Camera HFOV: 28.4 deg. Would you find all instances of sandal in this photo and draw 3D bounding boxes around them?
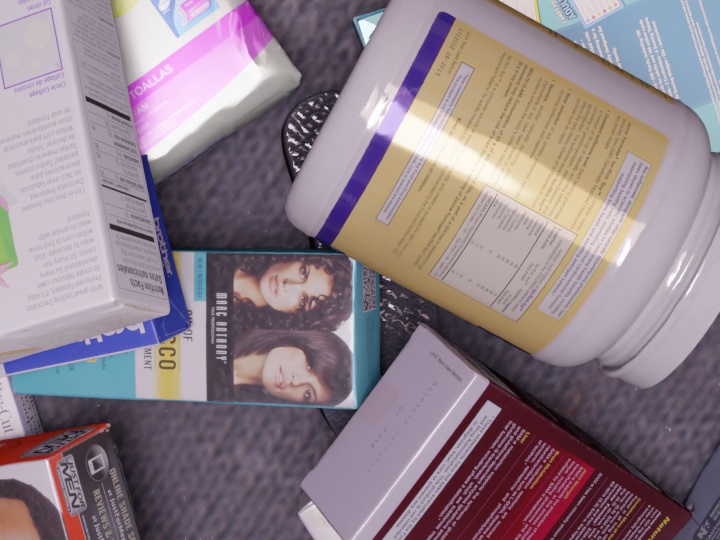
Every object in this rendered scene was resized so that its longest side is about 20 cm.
[{"bbox_3d":[0.001,-0.001,0.807,0.076,0.043,0.201,-6,89,-8],"label":"sandal"}]

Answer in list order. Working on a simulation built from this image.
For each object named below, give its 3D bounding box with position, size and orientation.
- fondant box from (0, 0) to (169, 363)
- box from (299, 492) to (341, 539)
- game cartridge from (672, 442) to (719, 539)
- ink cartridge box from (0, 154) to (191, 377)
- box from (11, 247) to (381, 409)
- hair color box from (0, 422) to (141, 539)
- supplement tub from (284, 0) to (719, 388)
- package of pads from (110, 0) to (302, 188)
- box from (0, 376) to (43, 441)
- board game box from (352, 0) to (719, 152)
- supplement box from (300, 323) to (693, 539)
[{"bbox_3d":[-0.184,-0.058,0.682,0.144,0.058,0.201,-16,76,16],"label":"fondant box"},{"bbox_3d":[0.033,0.205,0.818,0.039,0.041,0.200,-32,96,4],"label":"box"},{"bbox_3d":[0.236,0.105,0.770,0.041,0.133,0.200,32,96,-3],"label":"game cartridge"},{"bbox_3d":[-0.195,0.008,0.745,0.199,0.044,0.094,-11,96,18],"label":"ink cartridge box"},{"bbox_3d":[-0.090,0.029,0.772,0.199,0.049,0.083,1,93,16],"label":"box"},{"bbox_3d":[-0.217,0.150,0.768,0.199,0.061,0.102,-12,96,26],"label":"hair color box"},{"bbox_3d":[0.079,-0.042,0.700,0.200,0.145,0.146,29,95,-4],"label":"supplement tub"},{"bbox_3d":[-0.149,-0.140,0.773,0.154,0.068,0.200,-35,95,2],"label":"package of pads"},{"bbox_3d":[-0.193,0.135,0.815,0.041,0.039,0.201,-15,96,1],"label":"box"},{"bbox_3d":[0.113,-0.100,0.790,0.199,0.047,0.151,-19,96,2],"label":"board game box"},{"bbox_3d":[0.077,0.123,0.759,0.200,0.061,0.109,35,94,-36],"label":"supplement box"}]
